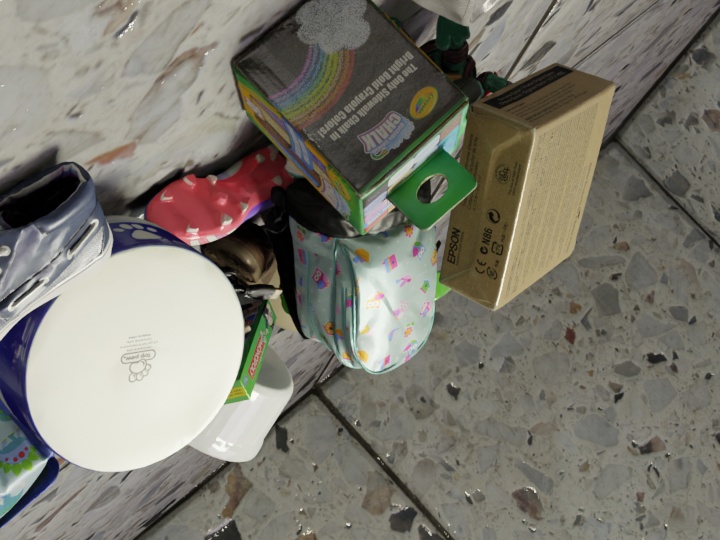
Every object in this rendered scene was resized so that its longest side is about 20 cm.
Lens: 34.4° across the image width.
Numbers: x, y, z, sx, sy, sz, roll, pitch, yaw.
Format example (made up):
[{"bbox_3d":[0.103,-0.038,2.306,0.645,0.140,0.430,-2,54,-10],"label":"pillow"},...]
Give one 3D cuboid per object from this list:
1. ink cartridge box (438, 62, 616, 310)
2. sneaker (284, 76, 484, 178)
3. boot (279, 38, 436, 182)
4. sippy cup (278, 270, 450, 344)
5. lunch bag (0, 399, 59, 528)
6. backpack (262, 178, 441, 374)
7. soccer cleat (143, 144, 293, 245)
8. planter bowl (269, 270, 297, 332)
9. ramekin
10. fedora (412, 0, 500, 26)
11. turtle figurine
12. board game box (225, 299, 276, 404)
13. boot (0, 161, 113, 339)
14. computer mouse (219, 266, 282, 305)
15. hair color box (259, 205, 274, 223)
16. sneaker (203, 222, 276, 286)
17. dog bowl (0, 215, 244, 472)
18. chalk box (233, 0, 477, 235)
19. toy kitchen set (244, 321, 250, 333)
[{"bbox_3d":[0.162,-0.085,1.139,0.165,0.075,0.200,-31,139,-47],"label":"ink cartridge box"},{"bbox_3d":[0.016,-0.154,1.074,0.200,0.091,0.078,-19,-163,-8],"label":"sneaker"},{"bbox_3d":[-0.003,-0.160,1.223,0.200,0.064,0.186,-24,159,-52],"label":"boot"},{"bbox_3d":[0.009,0.011,1.294,0.140,0.178,0.130,-64,180,20],"label":"sippy cup"},{"bbox_3d":[-0.377,0.195,1.070,0.170,0.128,0.200,-42,-175,-20],"label":"lunch bag"},{"bbox_3d":[0.000,0.000,1.136,0.167,0.127,0.200,-19,126,-31],"label":"backpack"},{"bbox_3d":[-0.135,-0.060,1.093,0.076,0.067,0.200,-44,176,39],"label":"soccer cleat"},{"bbox_3d":[-0.056,0.007,1.534,0.200,0.135,0.200,-42,172,-8],"label":"planter bowl"},{"bbox_3d":[-0.176,0.123,1.376,0.098,0.200,0.200,-52,170,11],"label":"ramekin"},{"bbox_3d":[0.093,-0.272,0.979,0.177,0.090,0.200,-37,170,-30],"label":"fedora"},{"bbox_3d":[0.084,-0.182,1.176,0.149,0.101,0.200,-22,148,9],"label":"turtle figurine"},{"bbox_3d":[-0.194,0.099,1.205,0.200,0.029,0.135,-13,-148,18],"label":"board game box"},{"bbox_3d":[-0.267,0.002,0.817,0.200,0.073,0.090,-41,157,-23],"label":"boot"},{"bbox_3d":[-0.138,0.026,1.288,0.140,0.046,0.200,-11,162,28],"label":"computer mouse"},{"bbox_3d":[-0.042,-0.063,1.325,0.111,0.064,0.200,-27,179,4],"label":"hair color box"},{"bbox_3d":[-0.129,-0.027,1.331,0.076,0.070,0.200,-61,178,-10],"label":"sneaker"},{"bbox_3d":[-0.198,0.061,0.957,0.200,0.079,0.201,-16,117,-33],"label":"dog bowl"},{"bbox_3d":[0.008,-0.120,0.972,0.124,0.200,0.124,-41,171,-8],"label":"chalk box"},{"bbox_3d":[-0.216,0.028,1.123,0.163,0.181,0.200,-36,-151,-22],"label":"toy kitchen set"}]
